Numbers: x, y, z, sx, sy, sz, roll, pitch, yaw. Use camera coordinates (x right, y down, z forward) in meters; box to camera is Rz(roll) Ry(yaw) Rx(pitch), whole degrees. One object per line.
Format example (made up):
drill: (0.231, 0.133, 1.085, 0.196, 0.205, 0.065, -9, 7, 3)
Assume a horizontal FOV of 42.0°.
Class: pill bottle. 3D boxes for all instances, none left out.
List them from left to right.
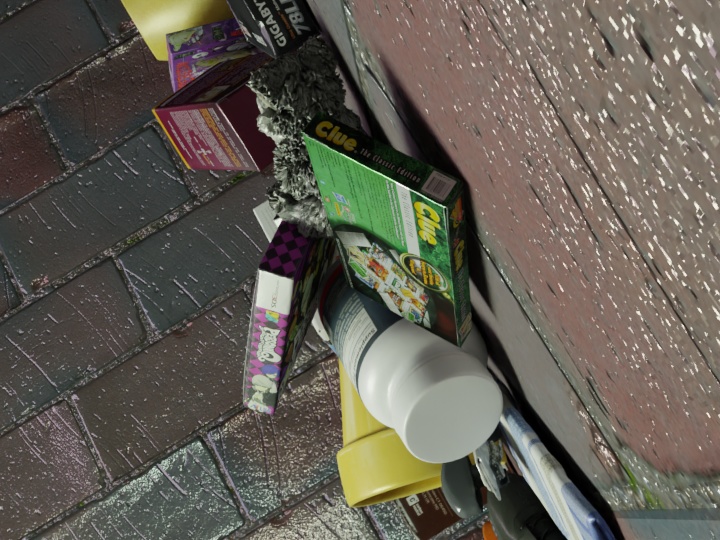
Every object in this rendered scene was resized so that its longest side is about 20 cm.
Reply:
pill bottle: (0.044, 0.069, 0.831, 0.120, 0.119, 0.200, 61, 177, -37)

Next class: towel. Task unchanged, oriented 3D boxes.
towel: (0.168, 0.186, 0.782, 0.148, 0.024, 0.200, 61, 177, -29)

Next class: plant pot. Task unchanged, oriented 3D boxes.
plant pot: (-0.227, -0.351, 1.201, 0.202, 0.141, 0.200, 60, 178, 4)
plant pot: (0.058, 0.166, 1.137, 0.201, 0.198, 0.191, 66, -171, -73)

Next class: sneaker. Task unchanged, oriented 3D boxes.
sneaker: (0.189, 0.261, 0.862, 0.200, 0.076, 0.091, 48, 165, 32)

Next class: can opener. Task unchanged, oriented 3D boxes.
can opener: (0.099, 0.143, 0.884, 0.053, 0.066, 0.201, 61, -166, -25)

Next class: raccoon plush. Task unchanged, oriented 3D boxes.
raccoon plush: (-0.001, -0.092, 0.716, 0.198, 0.097, 0.135, 24, 144, 27)

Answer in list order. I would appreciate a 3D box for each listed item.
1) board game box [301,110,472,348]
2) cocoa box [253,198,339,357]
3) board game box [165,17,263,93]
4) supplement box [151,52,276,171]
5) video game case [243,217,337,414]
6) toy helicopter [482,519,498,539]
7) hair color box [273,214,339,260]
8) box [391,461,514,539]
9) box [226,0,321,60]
board game box: (0.024, -0.019, 0.624, 0.104, 0.024, 0.201, 32, 161, 21)
cocoa box: (-0.028, -0.012, 1.224, 0.201, 0.132, 0.131, 59, 179, 24)
board game box: (-0.176, -0.263, 1.150, 0.200, 0.118, 0.033, 167, 90, -80)
supplement box: (-0.136, -0.176, 1.042, 0.199, 0.110, 0.086, 12, 138, 58)
video game case: (-0.055, -0.001, 0.859, 0.201, 0.035, 0.183, -69, -7, -45)
toy helicopter: (0.210, 0.331, 0.971, 0.132, 0.078, 0.202, 26, -142, -63)
hair color box: (0.000, 0.000, 1.019, 0.201, 0.100, 0.061, 61, -153, -23)
box: (0.102, 0.255, 1.351, 0.167, 0.163, 0.200, 59, 178, -3)
box: (-0.114, -0.282, 0.787, 0.200, 0.049, 0.200, 62, 178, -22)
